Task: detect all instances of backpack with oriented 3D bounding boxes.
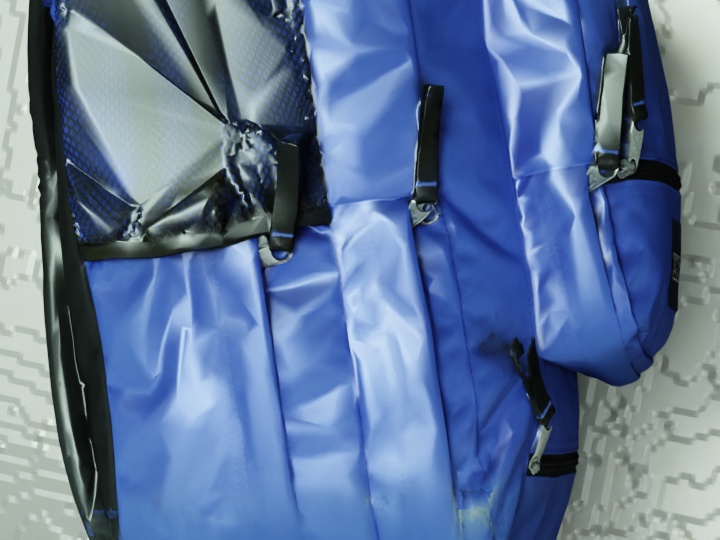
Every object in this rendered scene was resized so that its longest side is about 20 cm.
[{"bbox_3d":[0.000,0.000,0.713,0.167,0.162,0.201,-4,86,13],"label":"backpack"}]
